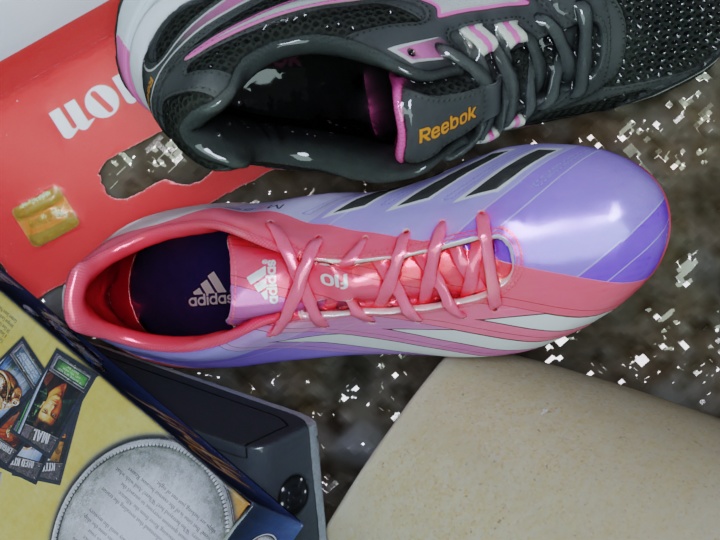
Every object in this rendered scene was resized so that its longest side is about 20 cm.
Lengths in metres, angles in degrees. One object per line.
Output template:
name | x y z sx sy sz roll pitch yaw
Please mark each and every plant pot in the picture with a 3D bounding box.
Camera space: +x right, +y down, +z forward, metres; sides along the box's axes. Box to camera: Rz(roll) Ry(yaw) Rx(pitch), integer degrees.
plant pot | 0.089 0.119 0.902 0.200 0.187 0.188 34 109 7

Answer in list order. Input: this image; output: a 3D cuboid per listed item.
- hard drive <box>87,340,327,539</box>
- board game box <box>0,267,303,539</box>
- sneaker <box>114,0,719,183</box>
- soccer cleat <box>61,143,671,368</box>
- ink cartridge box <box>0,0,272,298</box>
hard drive | -0.065 0.131 0.934 0.139 0.033 0.201 16 118 42
board game box | -0.129 0.078 0.874 0.200 0.035 0.136 38 94 33
sneaker | 0.026 -0.061 0.857 0.199 0.086 0.081 -12 122 -5
soccer cleat | 0.000 0.000 0.872 0.199 0.076 0.067 -6 93 24
ink cartridge box | -0.101 -0.098 0.883 0.161 0.050 0.200 -27 106 12
